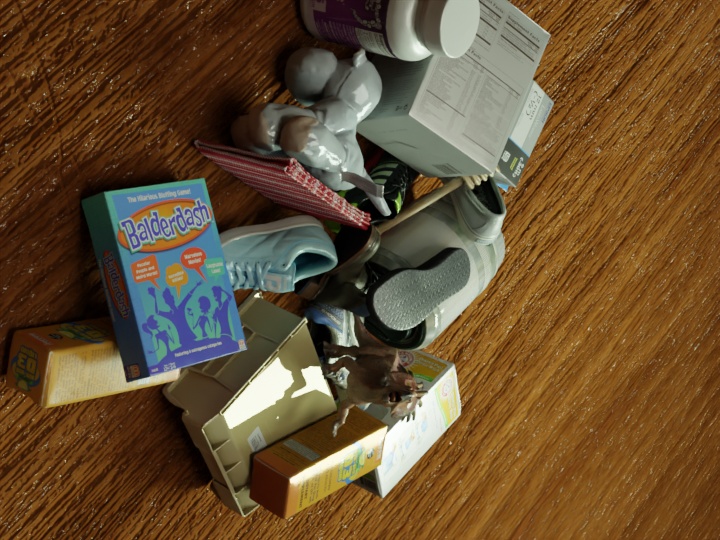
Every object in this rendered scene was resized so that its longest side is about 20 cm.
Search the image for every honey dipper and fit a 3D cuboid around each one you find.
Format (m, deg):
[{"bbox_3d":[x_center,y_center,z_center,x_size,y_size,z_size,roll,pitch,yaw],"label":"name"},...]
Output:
[{"bbox_3d":[0.090,-0.094,1.806,0.199,0.038,0.038,-31,147,14],"label":"honey dipper"}]

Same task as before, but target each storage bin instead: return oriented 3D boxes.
[{"bbox_3d":[-0.135,0.172,1.743,0.199,0.093,0.201,-47,141,-27],"label":"storage bin"}]

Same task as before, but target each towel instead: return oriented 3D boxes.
[{"bbox_3d":[-0.087,-0.101,1.611,0.200,0.144,0.023,33,75,-56],"label":"towel"}]

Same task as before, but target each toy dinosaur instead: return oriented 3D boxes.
[{"bbox_3d":[0.024,0.132,1.759,0.201,0.134,0.086,-86,164,-54],"label":"toy dinosaur"}]

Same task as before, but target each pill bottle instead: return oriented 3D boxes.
[{"bbox_3d":[0.036,-0.308,1.613,0.112,0.199,0.113,-30,128,-46],"label":"pill bottle"}]

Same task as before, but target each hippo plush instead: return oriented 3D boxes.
[{"bbox_3d":[-0.039,-0.188,1.607,0.159,0.198,0.162,65,44,-73],"label":"hippo plush"}]

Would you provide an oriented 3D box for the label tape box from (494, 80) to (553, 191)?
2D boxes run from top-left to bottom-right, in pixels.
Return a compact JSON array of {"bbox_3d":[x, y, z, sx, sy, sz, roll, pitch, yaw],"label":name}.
[{"bbox_3d":[0.225,-0.208,2.054,0.200,0.066,0.144,30,83,-54],"label":"label tape box"}]

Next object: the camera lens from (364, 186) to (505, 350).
[{"bbox_3d":[0.085,-0.002,1.888,0.200,0.159,0.161,-42,138,-33],"label":"camera lens"}]

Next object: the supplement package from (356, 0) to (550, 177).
[{"bbox_3d":[0.110,-0.242,1.740,0.150,0.151,0.202,30,76,-29],"label":"supplement package"}]

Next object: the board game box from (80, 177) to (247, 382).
[{"bbox_3d":[-0.212,0.007,1.507,0.151,0.045,0.202,-14,89,-50],"label":"board game box"}]

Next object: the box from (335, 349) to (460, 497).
[{"bbox_3d":[0.043,0.211,1.991,0.200,0.112,0.102,-41,136,-34],"label":"box"}]

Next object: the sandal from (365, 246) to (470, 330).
[{"bbox_3d":[0.069,0.024,1.749,0.199,0.043,0.077,-21,110,-49],"label":"sandal"}]

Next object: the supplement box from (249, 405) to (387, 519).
[{"bbox_3d":[-0.051,0.241,1.757,0.199,0.068,0.067,-24,129,-49],"label":"supplement box"}]

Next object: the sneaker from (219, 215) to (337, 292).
[{"bbox_3d":[-0.117,-0.006,1.638,0.199,0.082,0.074,-21,137,-23],"label":"sneaker"}]

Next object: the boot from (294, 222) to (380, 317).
[{"bbox_3d":[0.000,0.000,1.737,0.096,0.200,0.075,27,63,-17],"label":"boot"}]

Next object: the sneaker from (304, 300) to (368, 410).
[{"bbox_3d":[-0.038,0.117,1.873,0.085,0.077,0.202,-32,123,-35],"label":"sneaker"}]

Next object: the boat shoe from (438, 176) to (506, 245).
[{"bbox_3d":[0.149,-0.132,1.855,0.069,0.202,0.072,-2,145,-28],"label":"boat shoe"}]

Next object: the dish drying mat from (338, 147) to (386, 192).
[{"bbox_3d":[0.028,-0.129,1.868,0.200,0.018,0.077,-48,141,-28],"label":"dish drying mat"}]

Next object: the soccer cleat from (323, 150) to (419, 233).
[{"bbox_3d":[0.033,-0.104,1.800,0.200,0.081,0.068,-40,133,-35],"label":"soccer cleat"}]

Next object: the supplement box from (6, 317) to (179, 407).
[{"bbox_3d":[-0.285,0.094,1.503,0.199,0.066,0.069,-11,117,-52],"label":"supplement box"}]
